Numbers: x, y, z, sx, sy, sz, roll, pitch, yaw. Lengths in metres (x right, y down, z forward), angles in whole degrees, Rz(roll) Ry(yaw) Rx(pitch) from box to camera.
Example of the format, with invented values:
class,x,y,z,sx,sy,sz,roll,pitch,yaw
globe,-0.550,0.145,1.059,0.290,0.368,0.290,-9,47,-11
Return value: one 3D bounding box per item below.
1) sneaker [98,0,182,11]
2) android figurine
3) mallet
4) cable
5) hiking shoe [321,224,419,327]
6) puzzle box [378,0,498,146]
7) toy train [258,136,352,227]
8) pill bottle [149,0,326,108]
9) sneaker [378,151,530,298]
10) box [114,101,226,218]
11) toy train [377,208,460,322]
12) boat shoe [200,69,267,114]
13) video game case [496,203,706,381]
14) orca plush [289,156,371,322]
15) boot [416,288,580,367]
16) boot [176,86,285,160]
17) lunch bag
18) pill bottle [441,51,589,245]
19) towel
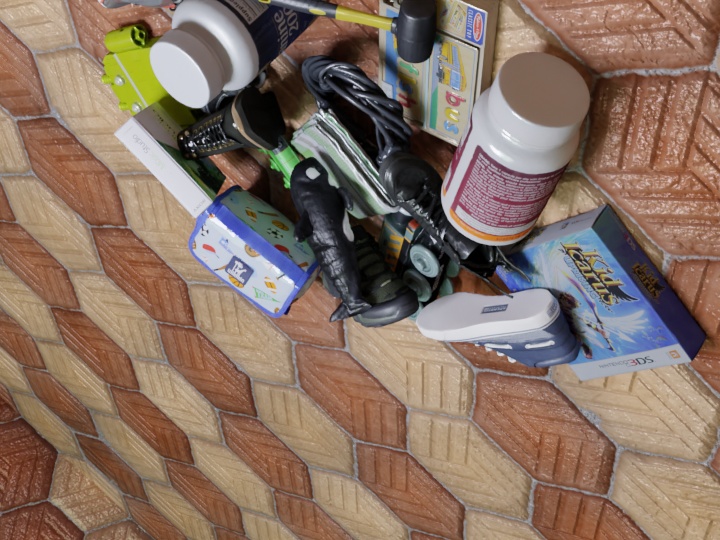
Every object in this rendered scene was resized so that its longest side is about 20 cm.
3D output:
class,x,y,z,sx,sy,sz,roll,pitch,yaw
sneaker,-0.252,-0.344,1.423,0.199,0.077,0.082,-7,131,52
android figurine,-0.285,-0.256,1.599,0.199,0.041,0.183,3,132,43
mallet,-0.016,-0.271,1.186,0.198,0.041,0.066,19,144,1
cable,-0.004,-0.185,1.336,0.163,0.051,0.200,44,171,31
hiking shoe,0.000,0.000,1.445,0.199,0.075,0.102,29,141,53
puzzle box,0.080,-0.228,1.248,0.132,0.025,0.201,27,146,21
toy train,-0.069,-0.106,1.531,0.201,0.042,0.056,54,175,-20
pill bottle,-0.134,-0.268,1.263,0.110,0.200,0.112,28,147,20
sneaker,0.106,-0.051,1.311,0.200,0.060,0.104,44,180,-36
box,-0.241,-0.147,1.504,0.144,0.036,0.200,47,-171,-11
toy train,0.067,-0.018,1.472,0.114,0.085,0.201,41,150,19
boat shoe,-0.152,-0.246,1.432,0.071,0.072,0.200,42,147,6
video game case,0.270,0.033,1.342,0.200,0.046,0.181,50,147,-13
orca plush,-0.056,-0.036,1.402,0.105,0.070,0.203,-5,96,55
boot,0.163,0.079,1.397,0.199,0.073,0.091,-4,131,43
boot,-0.171,-0.163,1.404,0.200,0.137,0.078,-38,-70,-82
lunch bag,-0.138,-0.026,1.580,0.169,0.124,0.200,38,176,0
pill bottle,0.160,-0.124,1.203,0.114,0.114,0.201,35,149,10
towel,-0.024,-0.121,1.418,0.150,0.031,0.200,51,169,-7
